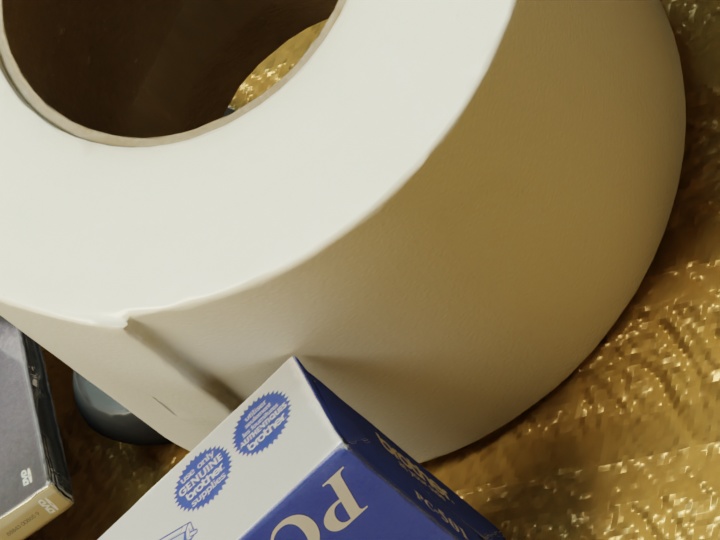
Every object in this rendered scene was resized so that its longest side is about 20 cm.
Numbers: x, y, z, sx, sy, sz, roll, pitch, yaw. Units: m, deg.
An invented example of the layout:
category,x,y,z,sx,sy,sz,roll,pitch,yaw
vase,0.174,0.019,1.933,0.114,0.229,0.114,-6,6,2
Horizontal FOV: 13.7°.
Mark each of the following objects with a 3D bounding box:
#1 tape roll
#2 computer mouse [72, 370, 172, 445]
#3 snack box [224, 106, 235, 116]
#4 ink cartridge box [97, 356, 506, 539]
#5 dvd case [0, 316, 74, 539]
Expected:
category,x,y,z,sx,sy,sz,roll,pitch,yaw
tape roll,-0.025,-0.057,0.820,0.202,0.139,0.203,-8,67,20
computer mouse,0.000,0.000,0.894,0.200,0.034,0.059,-24,56,19
snack box,-0.098,-0.046,1.006,0.072,0.024,0.200,-19,24,-30
ink cartridge box,-0.055,0.123,0.777,0.200,0.094,0.044,-43,36,7
dvd case,-0.181,0.078,0.940,0.200,0.016,0.149,-35,36,12
